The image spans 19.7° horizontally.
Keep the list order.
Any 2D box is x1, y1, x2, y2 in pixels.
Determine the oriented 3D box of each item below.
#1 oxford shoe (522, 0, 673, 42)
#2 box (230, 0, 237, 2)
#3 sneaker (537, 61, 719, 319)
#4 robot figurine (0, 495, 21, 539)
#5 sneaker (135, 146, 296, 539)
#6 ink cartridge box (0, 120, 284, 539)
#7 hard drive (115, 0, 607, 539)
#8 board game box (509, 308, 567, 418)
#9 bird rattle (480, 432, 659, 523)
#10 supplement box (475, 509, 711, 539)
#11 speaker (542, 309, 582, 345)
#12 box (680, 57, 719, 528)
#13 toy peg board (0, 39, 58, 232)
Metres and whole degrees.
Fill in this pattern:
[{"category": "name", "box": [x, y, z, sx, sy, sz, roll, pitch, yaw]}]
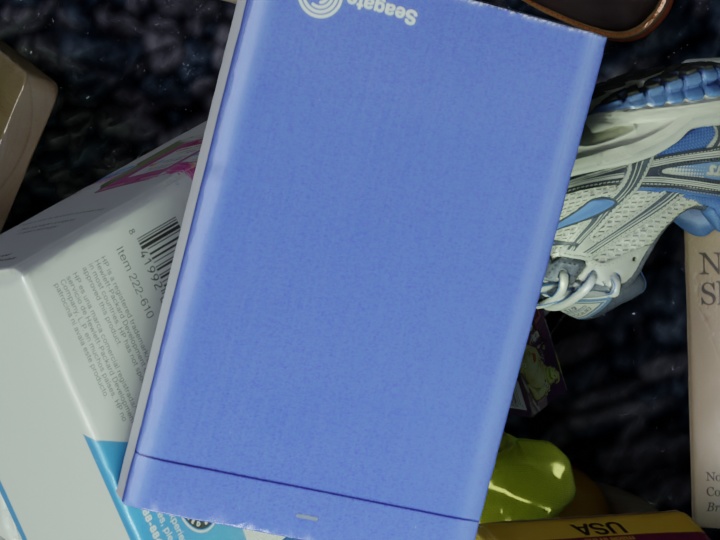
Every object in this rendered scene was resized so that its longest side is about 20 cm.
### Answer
[{"category": "oxford shoe", "box": [0.057, -0.175, 0.946, 0.200, 0.073, 0.071, 42, 109, 16]}, {"category": "box", "box": [-0.077, -0.184, 0.950, 0.200, 0.095, 0.078, 21, 129, 41]}, {"category": "sneaker", "box": [0.074, -0.016, 0.818, 0.077, 0.200, 0.085, 4, 114, 67]}, {"category": "robot figurine", "box": [-0.150, 0.079, 1.022, 0.200, 0.170, 0.113, 29, 67, 36]}, {"category": "sneaker", "box": [-0.064, 0.034, 0.922, 0.111, 0.077, 0.200, -51, 54, 36]}, {"category": "ink cartridge box", "box": [-0.056, 0.025, 0.828, 0.085, 0.200, 0.145, -7, 109, 48]}, {"category": "hard drive", "box": [0.001, -0.003, 0.741, 0.132, 0.025, 0.201, 13, 95, -17]}, {"category": "board game box", "box": [0.000, 0.000, 0.944, 0.200, 0.032, 0.120, 5, 123, 50]}, {"category": "bird rattle", "box": [0.055, 0.120, 0.929, 0.163, 0.200, 0.113, 5, 90, -14]}, {"category": "supplement box", "box": [0.112, 0.194, 0.753, 0.200, 0.103, 0.131, 50, 133, 53]}, {"category": "speaker", "box": [0.030, -0.047, 0.963, 0.200, 0.081, 0.081, 47, 110, 15]}, {"category": "box", "box": [0.192, 0.007, 0.893, 0.095, 0.078, 0.201, -2, 92, 26]}, {"category": "toy peg board", "box": [-0.252, -0.035, 1.016, 0.200, 0.098, 0.200, -66, 28, 6]}]
